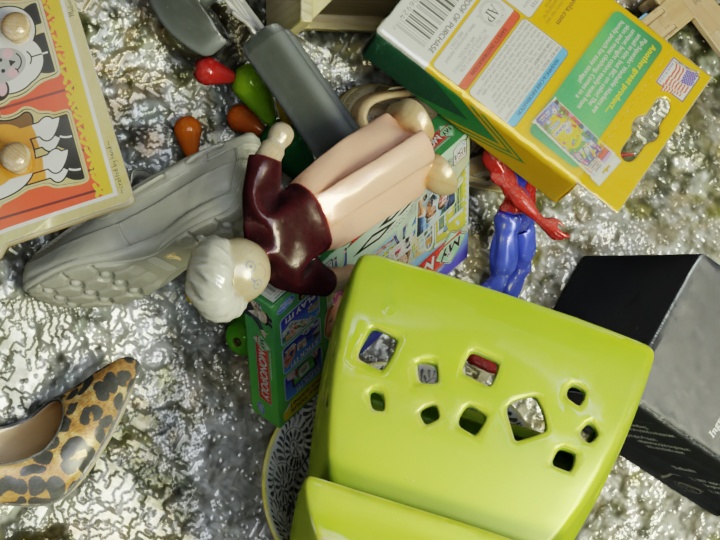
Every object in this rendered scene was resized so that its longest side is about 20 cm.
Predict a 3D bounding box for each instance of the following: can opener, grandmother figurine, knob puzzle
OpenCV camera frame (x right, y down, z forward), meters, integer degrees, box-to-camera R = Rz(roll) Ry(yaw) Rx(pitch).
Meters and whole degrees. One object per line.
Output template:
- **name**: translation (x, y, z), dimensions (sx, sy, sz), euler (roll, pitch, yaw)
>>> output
- **can opener**: translation (-0.064, -0.136, 1.658), dimensions (0.066, 0.053, 0.200), euler (-41, 80, 11)
- **grandmother figurine**: translation (-0.032, -0.035, 1.565), dimensions (0.200, 0.061, 0.121), euler (-37, 104, -28)
- **knob puzzle**: translation (-0.266, -0.098, 1.612), dimensions (0.219, 0.030, 0.220), euler (-1, 73, 2)

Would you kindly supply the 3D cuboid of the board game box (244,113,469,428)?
- **board game box**: translation (0.000, 0.000, 1.679), dimensions (0.029, 0.135, 0.200), euler (33, 59, 26)

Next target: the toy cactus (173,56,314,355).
- **toy cactus**: translation (-0.049, -0.045, 1.705), dimensions (0.165, 0.102, 0.201), euler (-1, 81, -29)

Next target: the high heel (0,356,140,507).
- **high heel**: translation (-0.250, 0.100, 1.636), dimensions (0.200, 0.071, 0.143), euler (-47, 111, -4)

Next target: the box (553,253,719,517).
- **box**: translation (0.246, 0.086, 1.744), dimensions (0.200, 0.197, 0.118), euler (33, 80, -16)

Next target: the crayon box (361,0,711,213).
- **crayon box**: translation (0.117, -0.138, 1.662), dimensions (0.200, 0.052, 0.126), euler (37, 71, -2)

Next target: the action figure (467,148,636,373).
- **action figure**: translation (0.129, -0.023, 1.719), dimensions (0.065, 0.099, 0.201), euler (-30, 128, -50)

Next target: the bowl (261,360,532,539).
- **bowl**: translation (0.029, 0.171, 1.708), dimensions (0.200, 0.094, 0.201), euler (3, 59, -5)

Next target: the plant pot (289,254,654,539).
- **plant pot**: translation (0.055, 0.132, 1.571), dimensions (0.198, 0.200, 0.182), euler (17, 65, 2)

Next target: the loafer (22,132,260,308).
- **loafer**: translation (-0.139, -0.030, 1.639), dimensions (0.070, 0.200, 0.070), euler (35, 42, -50)

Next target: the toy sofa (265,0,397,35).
- **toy sofa**: translation (0.034, -0.205, 1.727), dimensions (0.199, 0.083, 0.098), euler (0, 82, -19)

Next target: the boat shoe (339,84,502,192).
- **boat shoe**: translation (0.082, -0.093, 1.755), dimensions (0.199, 0.065, 0.072), euler (4, 90, -19)

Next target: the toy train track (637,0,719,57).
- **toy train track**: translation (0.209, -0.172, 1.809), dimensions (0.200, 0.033, 0.115), euler (-39, 93, -23)
